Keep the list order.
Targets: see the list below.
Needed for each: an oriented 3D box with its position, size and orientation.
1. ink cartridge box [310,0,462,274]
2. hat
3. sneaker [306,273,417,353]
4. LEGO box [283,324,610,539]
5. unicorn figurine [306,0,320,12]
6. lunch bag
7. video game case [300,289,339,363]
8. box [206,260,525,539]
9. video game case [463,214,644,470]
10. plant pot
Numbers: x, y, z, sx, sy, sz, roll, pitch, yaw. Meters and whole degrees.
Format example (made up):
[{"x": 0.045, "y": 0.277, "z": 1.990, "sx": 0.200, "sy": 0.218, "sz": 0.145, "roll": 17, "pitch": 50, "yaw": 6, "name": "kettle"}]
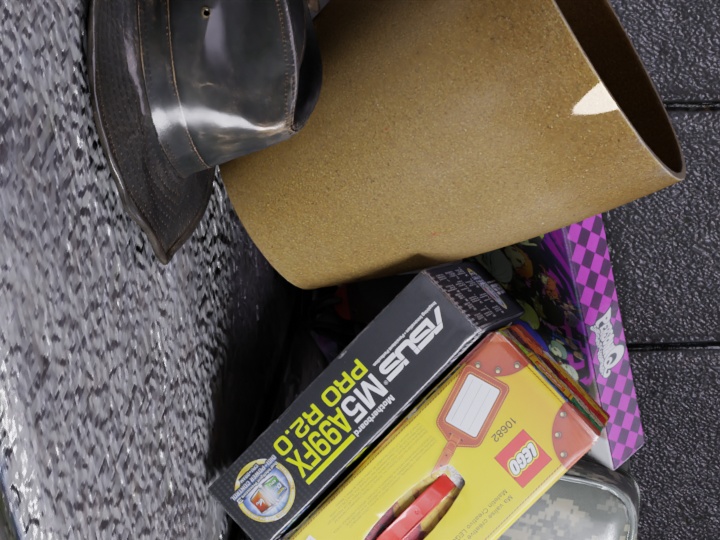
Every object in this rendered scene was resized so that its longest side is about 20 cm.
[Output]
[{"x": -0.003, "y": -0.094, "z": 1.132, "sx": 0.067, "sy": 0.116, "sz": 0.202, "roll": -26, "pitch": 113, "yaw": -80, "name": "ink cartridge box"}, {"x": -0.060, "y": -0.102, "z": 0.933, "sx": 0.201, "sy": 0.080, "sz": 0.203, "roll": -2, "pitch": 90, "yaw": -80, "name": "hat"}, {"x": 0.000, "y": 0.000, "z": 1.214, "sx": 0.201, "sy": 0.081, "sz": 0.077, "roll": 61, "pitch": -20, "yaw": 9, "name": "sneaker"}, {"x": 0.035, "y": 0.125, "z": 1.076, "sx": 0.077, "sy": 0.200, "sz": 0.149, "roll": 45, "pitch": 7, "yaw": 6, "name": "LEGO box"}, {"x": -0.042, "y": -0.217, "z": 1.044, "sx": 0.074, "sy": 0.137, "sz": 0.201, "roll": 34, "pitch": 70, "yaw": -29, "name": "unicorn figurine"}, {"x": 0.081, "y": 0.159, "z": 1.309, "sx": 0.168, "sy": 0.198, "sz": 0.141, "roll": -47, "pitch": 148, "yaw": -77, "name": "lunch bag"}, {"x": -0.008, "y": -0.001, "z": 1.349, "sx": 0.200, "sy": 0.019, "sz": 0.144, "roll": 63, "pitch": 26, "yaw": -66, "name": "video game case"}, {"x": 0.009, "y": 0.067, "z": 1.087, "sx": 0.044, "sy": 0.160, "sz": 0.200, "roll": 46, "pitch": 8, "yaw": 6, "name": "box"}, {"x": 0.085, "y": 0.008, "z": 1.232, "sx": 0.036, "sy": 0.181, "sz": 0.201, "roll": -38, "pitch": 134, "yaw": -25, "name": "video game case"}, {"x": 0.032, "y": -0.080, "z": 1.017, "sx": 0.187, "sy": 0.199, "sz": 0.187, "roll": 53, "pitch": 17, "yaw": -25, "name": "plant pot"}]
